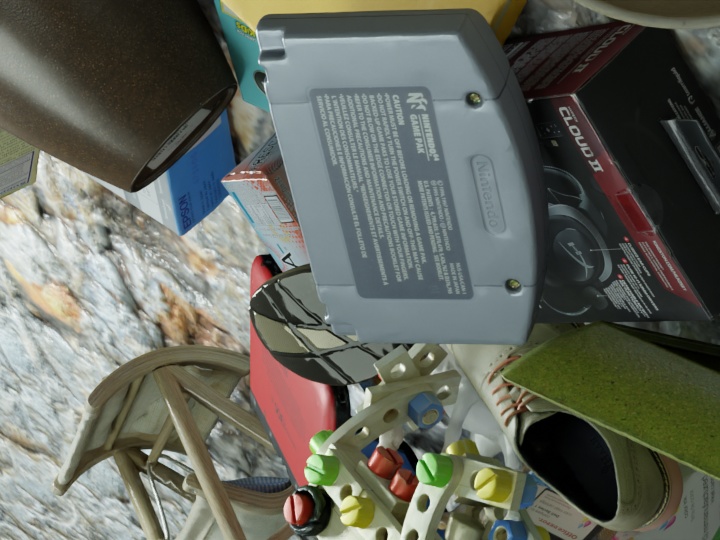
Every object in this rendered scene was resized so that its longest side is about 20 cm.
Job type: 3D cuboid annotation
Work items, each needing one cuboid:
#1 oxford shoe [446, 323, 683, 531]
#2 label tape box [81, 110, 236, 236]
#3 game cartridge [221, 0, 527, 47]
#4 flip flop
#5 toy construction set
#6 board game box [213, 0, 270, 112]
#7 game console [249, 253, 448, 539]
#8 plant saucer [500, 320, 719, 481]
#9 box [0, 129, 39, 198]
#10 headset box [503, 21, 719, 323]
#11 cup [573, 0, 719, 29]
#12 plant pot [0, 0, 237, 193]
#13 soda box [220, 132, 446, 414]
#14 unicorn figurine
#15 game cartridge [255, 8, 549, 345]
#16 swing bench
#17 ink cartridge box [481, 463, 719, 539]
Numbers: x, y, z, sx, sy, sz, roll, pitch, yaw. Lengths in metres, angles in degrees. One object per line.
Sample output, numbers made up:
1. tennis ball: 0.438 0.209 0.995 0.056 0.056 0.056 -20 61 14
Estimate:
1. oxford shoe: 0.102 0.067 1.593 0.200 0.074 0.071 46 110 19
2. label tape box: -0.179 -0.129 1.853 0.200 0.066 0.143 30 149 27
3. game cartridge: 0.012 -0.175 1.454 0.176 0.032 0.200 44 134 18
4. flip flop: 0.026 0.008 1.686 0.200 0.058 0.081 -25 101 23
5. toy construction set: 0.028 0.119 1.581 0.092 0.131 0.200 19 -159 -26
6. board game box: -0.022 -0.160 1.598 0.151 0.047 0.200 26 147 35
7. game console: 0.005 0.098 1.834 0.200 0.119 0.173 -122 29 -58
8. plant saucer: 0.209 0.079 1.500 0.200 0.048 0.200 24 -172 38
9. box: -0.294 -0.143 1.886 0.176 0.097 0.200 61 164 10
10. headset box: 0.125 -0.051 1.502 0.200 0.077 0.149 -5 124 57
11. cup: 0.123 -0.210 1.188 0.200 0.200 0.143 54 179 -15
12. plant pot: -0.176 -0.148 1.682 0.200 0.187 0.187 45 154 5
13. soda box: 0.000 0.000 1.764 0.064 0.068 0.200 1 129 59
14. unicorn figurine: 0.072 0.080 1.731 0.074 0.137 0.200 22 160 23
15. game cartridge: 0.029 -0.048 1.459 0.133 0.042 0.200 -2 126 16
16. swing bench: -0.117 0.164 2.106 0.200 0.130 0.199 49 155 8
17. ink cartridge box: 0.134 0.181 1.673 0.084 0.200 0.145 32 150 28
